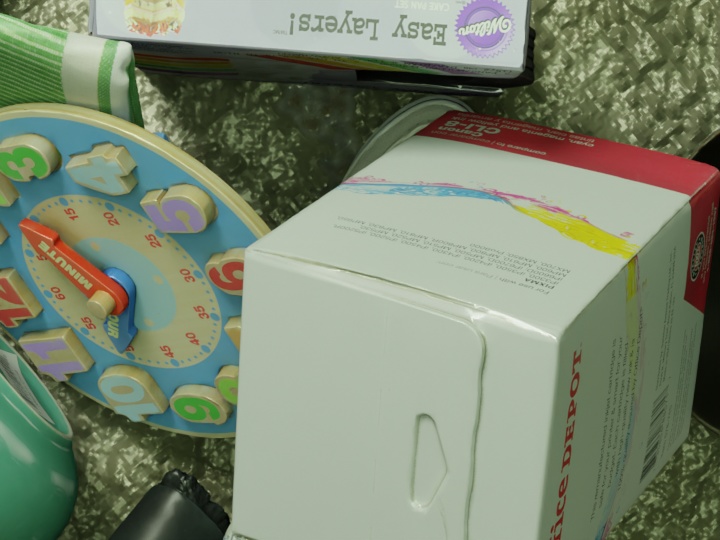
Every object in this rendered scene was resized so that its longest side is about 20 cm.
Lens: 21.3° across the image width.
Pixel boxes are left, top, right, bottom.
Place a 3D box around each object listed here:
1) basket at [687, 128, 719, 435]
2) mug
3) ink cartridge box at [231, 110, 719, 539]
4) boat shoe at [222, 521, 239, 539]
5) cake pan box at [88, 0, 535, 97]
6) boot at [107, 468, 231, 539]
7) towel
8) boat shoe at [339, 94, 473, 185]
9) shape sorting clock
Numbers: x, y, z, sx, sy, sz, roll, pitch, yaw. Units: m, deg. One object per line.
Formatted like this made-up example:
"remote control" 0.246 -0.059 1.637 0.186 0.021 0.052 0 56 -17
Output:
"basket" 0.263 -0.008 0.900 0.200 0.180 0.136 -9 63 -25
"mug" -0.217 0.072 0.908 0.114 0.152 0.185 -39 102 -1
"ink cartridge box" 0.054 0.036 0.840 0.144 0.200 0.146 15 117 23
"boat shoe" 0.033 0.118 0.921 0.200 0.071 0.070 -16 92 -26
"cake pan box" -0.017 -0.116 0.900 0.199 0.184 0.052 4 93 -1
"boot" -0.126 0.159 0.883 0.073 0.199 0.163 22 57 35
"towel" -0.193 -0.093 0.868 0.200 0.153 0.023 18 70 4
"boat shoe" 0.000 0.000 0.954 0.071 0.070 0.200 35 89 1
"shape sorting clock" -0.111 0.006 0.888 0.200 0.200 0.039 35 54 1
